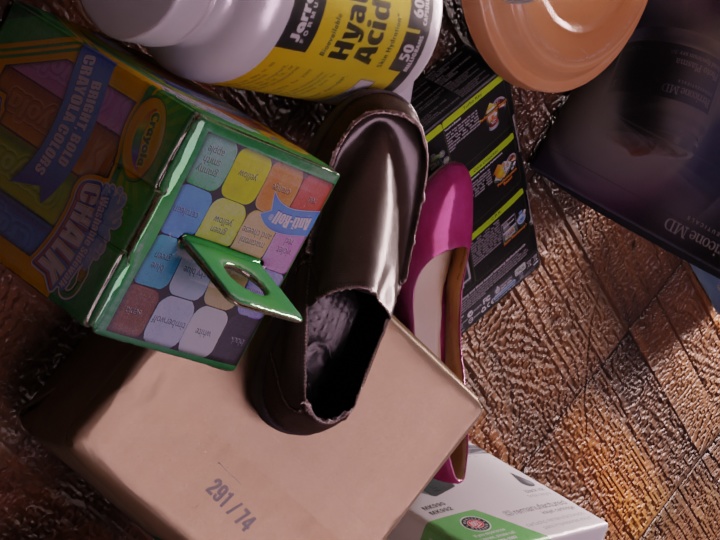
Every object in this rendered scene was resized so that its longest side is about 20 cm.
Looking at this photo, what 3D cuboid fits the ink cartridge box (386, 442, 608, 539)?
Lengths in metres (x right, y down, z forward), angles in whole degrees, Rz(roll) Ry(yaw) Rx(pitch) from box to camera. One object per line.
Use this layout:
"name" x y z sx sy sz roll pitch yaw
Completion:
"ink cartridge box" 0.039 0.170 1.442 0.146 0.200 0.084 -5 117 -49

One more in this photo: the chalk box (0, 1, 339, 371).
"chalk box" -0.107 -0.035 1.107 0.124 0.200 0.124 21 99 -55

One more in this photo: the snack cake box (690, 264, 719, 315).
"snack cake box" 0.322 -0.038 1.744 0.115 0.067 0.200 -53 144 -9

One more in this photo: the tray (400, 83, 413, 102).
"tray" 0.019 -0.128 1.284 0.107 0.022 0.200 -22 122 -81

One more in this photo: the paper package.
"paper package" -0.063 0.082 1.267 0.200 0.103 0.191 43 81 -24

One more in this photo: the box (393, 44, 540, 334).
"box" 0.029 -0.018 1.422 0.200 0.047 0.193 -41 139 -22

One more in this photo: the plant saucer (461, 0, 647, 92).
"plant saucer" 0.137 -0.213 1.380 0.200 0.032 0.201 -19 116 -45

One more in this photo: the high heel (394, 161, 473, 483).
"high heel" 0.055 0.035 1.371 0.067 0.096 0.200 -3 119 -48

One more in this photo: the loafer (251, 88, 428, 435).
"loafer" 0.000 0.000 1.186 0.073 0.071 0.200 11 94 -25

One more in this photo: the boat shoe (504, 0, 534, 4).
"boat shoe" 0.072 -0.253 1.259 0.057 0.067 0.200 -48 125 -39

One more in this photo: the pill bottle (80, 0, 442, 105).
"pill bottle" -0.055 -0.152 1.161 0.200 0.111 0.111 3 113 -51

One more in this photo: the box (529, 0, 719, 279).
"box" 0.261 -0.102 1.506 0.123 0.200 0.199 22 97 -55
